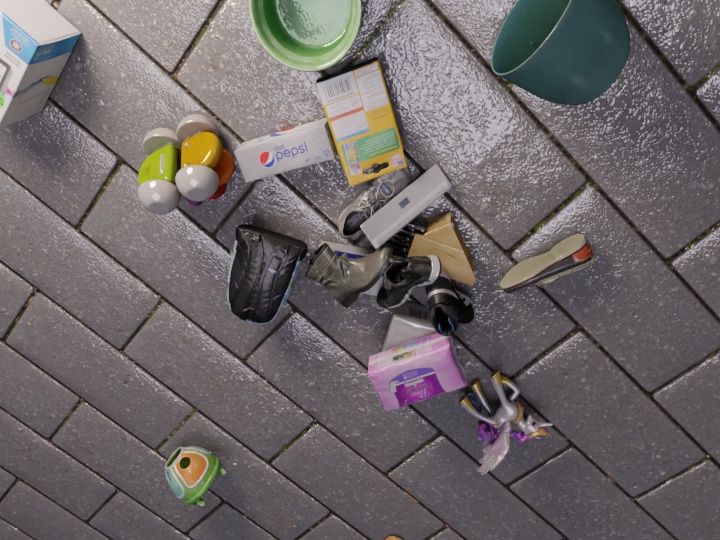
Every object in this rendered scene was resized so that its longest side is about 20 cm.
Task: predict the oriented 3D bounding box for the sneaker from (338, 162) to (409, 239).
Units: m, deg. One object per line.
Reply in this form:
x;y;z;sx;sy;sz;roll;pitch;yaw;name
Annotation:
0.028;-0.131;1.206;0.074;0.083;0.200;36;117;-12;sneaker

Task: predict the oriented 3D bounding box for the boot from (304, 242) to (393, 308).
-0.031;-0.012;1.237;0.129;0.068;0.200;37;130;-11;boot

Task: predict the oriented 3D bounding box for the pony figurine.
0.323;0.352;1.400;0.192;0.167;0.201;-42;91;18;pony figurine

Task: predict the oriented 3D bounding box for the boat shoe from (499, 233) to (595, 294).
0.383;0.000;1.236;0.197;0.072;0.063;-31;114;17;boat shoe

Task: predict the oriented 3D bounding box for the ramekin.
-0.087;-0.459;1.038;0.193;0.098;0.205;4;119;7;ramekin

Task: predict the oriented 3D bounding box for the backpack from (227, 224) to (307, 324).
-0.211;0.015;1.298;0.158;0.154;0.206;15;99;-6;backpack

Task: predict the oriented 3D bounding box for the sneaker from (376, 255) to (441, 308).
0.073;0.019;1.215;0.088;0.068;0.199;8;153;-30;sneaker

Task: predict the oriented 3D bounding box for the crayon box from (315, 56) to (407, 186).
0.004;-0.279;1.138;0.122;0.052;0.205;-17;114;6;crayon box

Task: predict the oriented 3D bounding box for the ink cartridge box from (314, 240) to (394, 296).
0.000;0.000;1.309;0.194;0.037;0.097;12;119;5;ink cartridge box

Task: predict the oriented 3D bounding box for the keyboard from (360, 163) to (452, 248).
0.091;-0.127;1.186;0.198;0.011;0.057;-39;89;-4;keyboard

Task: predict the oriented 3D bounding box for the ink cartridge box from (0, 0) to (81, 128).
-0.659;-0.405;1.123;0.146;0.147;0.200;39;117;-13;ink cartridge box

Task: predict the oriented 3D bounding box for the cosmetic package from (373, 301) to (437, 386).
0.105;0.180;1.365;0.110;0.082;0.205;15;120;0;cosmetic package

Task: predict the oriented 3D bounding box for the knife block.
0.130;-0.039;1.252;0.172;0.064;0.203;-22;113;20;knife block

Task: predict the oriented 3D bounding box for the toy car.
-0.343;-0.195;1.202;0.195;0.180;0.150;-16;152;16;toy car

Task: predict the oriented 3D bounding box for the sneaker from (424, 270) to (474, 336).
0.186;0.096;1.251;0.071;0.115;0.200;-18;142;25;sneaker

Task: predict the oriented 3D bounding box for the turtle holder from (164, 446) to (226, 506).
-0.455;0.537;1.620;0.132;0.185;0.142;43;84;-16;turtle holder

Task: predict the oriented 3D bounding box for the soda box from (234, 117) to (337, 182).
-0.145;-0.238;1.185;0.194;0.064;0.070;-13;116;15;soda box

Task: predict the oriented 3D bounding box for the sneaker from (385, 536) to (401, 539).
0.070;0.859;1.737;0.076;0.078;0.204;15;121;-2;sneaker

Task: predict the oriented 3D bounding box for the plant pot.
0.336;-0.369;0.977;0.158;0.203;0.202;26;120;-20;plant pot

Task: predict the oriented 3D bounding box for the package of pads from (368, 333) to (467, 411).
0.124;0.217;1.292;0.195;0.076;0.123;-21;115;14;package of pads
